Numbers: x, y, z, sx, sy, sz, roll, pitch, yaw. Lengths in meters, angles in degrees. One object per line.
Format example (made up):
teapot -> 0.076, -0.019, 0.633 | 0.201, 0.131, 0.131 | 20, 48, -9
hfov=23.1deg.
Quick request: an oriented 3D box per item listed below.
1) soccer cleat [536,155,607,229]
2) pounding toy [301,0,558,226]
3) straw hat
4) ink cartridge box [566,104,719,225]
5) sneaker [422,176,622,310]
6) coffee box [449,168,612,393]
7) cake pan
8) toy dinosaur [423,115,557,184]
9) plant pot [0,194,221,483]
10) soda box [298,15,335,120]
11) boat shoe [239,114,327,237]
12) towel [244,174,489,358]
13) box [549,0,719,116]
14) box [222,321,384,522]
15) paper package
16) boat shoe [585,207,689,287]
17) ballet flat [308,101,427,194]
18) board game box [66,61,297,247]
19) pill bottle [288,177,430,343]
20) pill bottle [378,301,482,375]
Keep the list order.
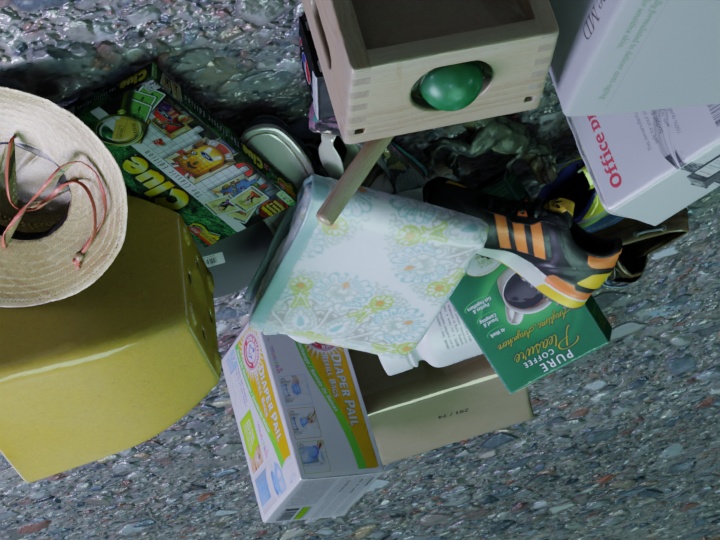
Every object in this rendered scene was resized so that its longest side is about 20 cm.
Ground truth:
soccer cleat -> 0.249, -0.104, 1.685 | 0.200, 0.065, 0.084 | -41, 161, 23
pounding toy -> 0.036, -0.167, 1.315 | 0.183, 0.201, 0.142 | -11, 154, -10
straw hat -> -0.277, -0.070, 1.446 | 0.200, 0.202, 0.085 | -25, -164, 18
ink cartridge box -> 0.290, -0.153, 1.554 | 0.200, 0.146, 0.083 | -34, 152, 31
sneaker -> 0.155, -0.047, 1.659 | 0.199, 0.070, 0.090 | 32, 122, -15
coffee box -> 0.150, 0.012, 1.757 | 0.123, 0.201, 0.044 | -31, -170, 21
cake pan -> -0.152, -0.025, 1.673 | 0.199, 0.037, 0.201 | -14, 154, -7
toy dinosaur -> 0.106, -0.122, 1.630 | 0.088, 0.048, 0.200 | -32, 146, 22
plant pot -> -0.231, 0.044, 1.533 | 0.199, 0.197, 0.195 | -11, 148, 6
soda box -> 0.052, -0.186, 1.444 | 0.199, 0.064, 0.071 | -13, 154, -6
boat shoe -> -0.060, -0.079, 1.585 | 0.074, 0.062, 0.200 | -10, 142, 19
towel -> 0.000, 0.000, 1.599 | 0.170, 0.048, 0.200 | 11, 139, -19
box -> 0.244, -0.243, 1.318 | 0.199, 0.172, 0.199 | -7, 153, -18
box -> -0.065, 0.153, 1.889 | 0.101, 0.201, 0.113 | -1, 149, -29
paper package -> 0.093, 0.129, 2.045 | 0.199, 0.104, 0.191 | -18, 154, 1
boat shoe -> 0.270, -0.022, 1.883 | 0.072, 0.073, 0.200 | 7, 146, -38
ballet flat -> -0.002, -0.103, 1.560 | 0.071, 0.069, 0.200 | -61, 151, -10
board game box -> -0.152, -0.094, 1.490 | 0.104, 0.024, 0.200 | -23, 139, 27
pill bottle -> -0.002, -0.005, 1.715 | 0.110, 0.111, 0.200 | 10, 143, -42
pill bottle -> 0.108, 0.035, 1.854 | 0.199, 0.114, 0.113 | -19, 154, 5
